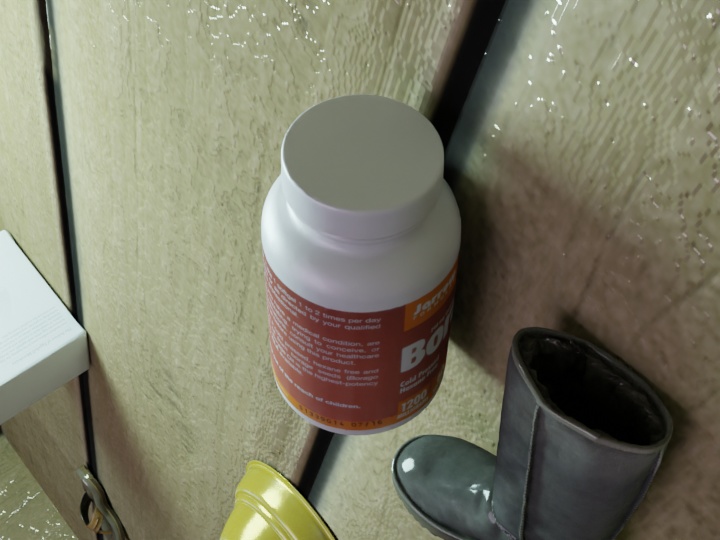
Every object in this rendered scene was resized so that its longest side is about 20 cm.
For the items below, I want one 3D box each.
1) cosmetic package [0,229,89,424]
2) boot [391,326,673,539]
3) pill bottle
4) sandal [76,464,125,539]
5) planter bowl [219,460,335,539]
[{"bbox_3d":[-0.509,0.091,1.655,0.200,0.199,0.123,48,154,19],"label":"cosmetic package"},{"bbox_3d":[0.090,0.106,0.713,0.182,0.073,0.200,26,151,26],"label":"boot"},{"bbox_3d":[0.000,0.000,0.697,0.112,0.112,0.200,43,153,27],"label":"pill bottle"},{"bbox_3d":[-0.490,0.441,2.230,0.080,0.054,0.200,31,146,44],"label":"sandal"},{"bbox_3d":[-0.092,0.307,1.286,0.200,0.083,0.201,43,153,28],"label":"planter bowl"}]
